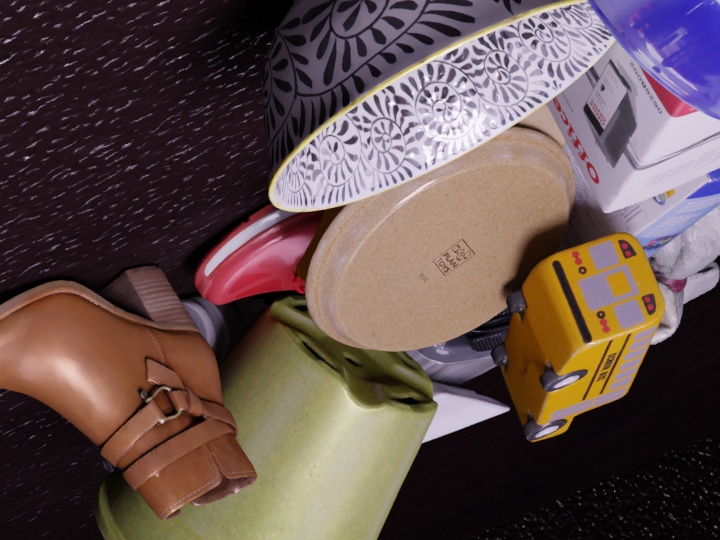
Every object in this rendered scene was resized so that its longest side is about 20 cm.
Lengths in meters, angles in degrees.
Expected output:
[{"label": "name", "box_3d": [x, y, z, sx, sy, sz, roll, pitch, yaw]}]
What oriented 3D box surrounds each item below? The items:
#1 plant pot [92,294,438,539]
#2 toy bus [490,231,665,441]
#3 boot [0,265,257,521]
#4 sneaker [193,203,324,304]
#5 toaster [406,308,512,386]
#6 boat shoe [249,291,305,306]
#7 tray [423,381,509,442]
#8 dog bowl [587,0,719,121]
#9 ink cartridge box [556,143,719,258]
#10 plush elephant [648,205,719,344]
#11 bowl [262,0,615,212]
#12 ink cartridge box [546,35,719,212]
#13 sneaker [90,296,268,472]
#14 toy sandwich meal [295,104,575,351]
[{"label": "plant pot", "box_3d": [-0.048, 0.125, 1.768, 0.185, 0.200, 0.200, -58, 158, 17]}, {"label": "toy bus", "box_3d": [0.135, 0.045, 1.681, 0.078, 0.065, 0.200, -20, 162, -9]}, {"label": "boot", "box_3d": [-0.160, 0.087, 1.625, 0.077, 0.156, 0.199, -35, 166, 36]}, {"label": "sneaker", "box_3d": [0.000, 0.000, 1.708, 0.199, 0.116, 0.078, -27, 168, -3]}, {"label": "toaster", "box_3d": [0.066, 0.024, 1.968, 0.199, 0.114, 0.129, -16, 167, -39]}, {"label": "boat shoe", "box_3d": [-0.025, 0.023, 1.867, 0.199, 0.072, 0.064, -25, 169, 40]}, {"label": "tray", "box_3d": [0.038, 0.106, 1.965, 0.107, 0.022, 0.200, -22, 168, 14]}, {"label": "dog bowl", "box_3d": [0.177, -0.167, 1.203, 0.199, 0.201, 0.079, -15, 166, -46]}, {"label": "ink cartridge box", "box_3d": [0.169, -0.088, 1.663, 0.076, 0.137, 0.200, -18, 165, -40]}, {"label": "plush elephant", "box_3d": [0.193, -0.021, 1.821, 0.155, 0.200, 0.165, -46, 170, 17]}, {"label": "bowl", "box_3d": [0.024, -0.119, 1.321, 0.200, 0.095, 0.201, -26, 168, -6]}, {"label": "ink cartridge box", "box_3d": [0.152, -0.135, 1.406, 0.082, 0.148, 0.200, -24, 167, -15]}, {"label": "sneaker", "box_3d": [-0.128, 0.082, 1.865, 0.082, 0.075, 0.200, -15, 162, -40]}, {"label": "toy sandwich meal", "box_3d": [0.044, -0.036, 1.625, 0.204, 0.070, 0.206, -21, 144, -16]}]
